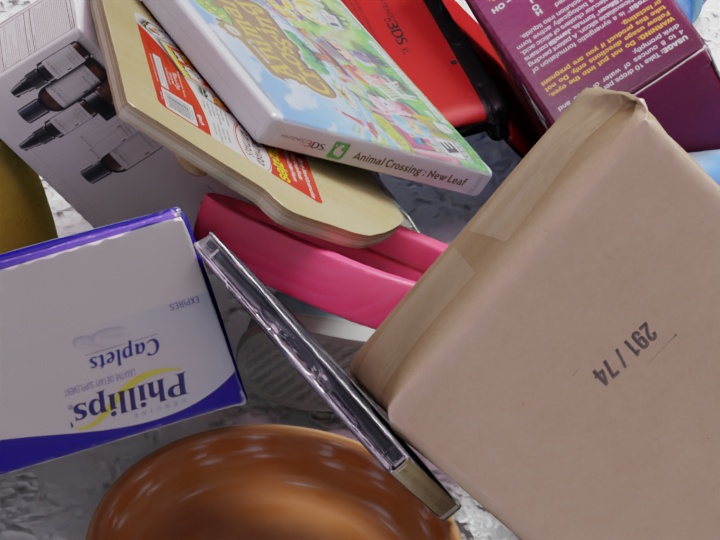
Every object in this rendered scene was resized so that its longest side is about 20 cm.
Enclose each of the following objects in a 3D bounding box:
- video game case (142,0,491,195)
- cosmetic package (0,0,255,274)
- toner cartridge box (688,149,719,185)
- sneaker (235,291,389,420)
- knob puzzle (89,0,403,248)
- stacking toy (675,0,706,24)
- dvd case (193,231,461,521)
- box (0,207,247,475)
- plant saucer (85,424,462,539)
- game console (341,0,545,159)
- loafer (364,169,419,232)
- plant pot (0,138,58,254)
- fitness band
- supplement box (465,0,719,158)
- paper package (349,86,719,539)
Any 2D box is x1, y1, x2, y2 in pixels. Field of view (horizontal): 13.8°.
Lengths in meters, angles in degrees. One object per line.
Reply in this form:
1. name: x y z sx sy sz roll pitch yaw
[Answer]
1. video game case: -0.039 -0.123 1.680 0.182 0.022 0.200 12 31 -46
2. cosmetic package: -0.136 -0.070 1.682 0.083 0.200 0.051 -29 43 17
3. toner cartridge box: 0.219 -0.024 1.744 0.200 0.095 0.043 -7 41 -28
4. sneaker: 0.034 0.043 1.677 0.200 0.074 0.082 14 36 1
5. knob puzzle: -0.062 -0.066 1.601 0.220 0.030 0.220 35 16 -12
6. stacking toy: 0.175 -0.152 1.932 0.085 0.085 0.200 15 48 10
7. dvd case: -0.014 0.057 1.494 0.016 0.200 0.149 -42 76 0
8. box: -0.162 0.040 1.525 0.184 0.105 0.200 -17 3 -4
9. plant saucer: -0.044 0.161 1.554 0.200 0.037 0.200 4 41 -4
10. game console: 0.030 -0.109 1.843 0.172 0.119 0.200 -16 43 -10
11. loafer: -0.024 -0.046 1.787 0.070 0.070 0.200 15 27 -41
12. plant pot: -0.267 -0.046 1.687 0.200 0.142 0.200 4 40 -3
13. fitness band: 0.000 0.000 1.614 0.200 0.037 0.144 22 12 37
14. supplement box: 0.142 -0.131 1.783 0.103 0.131 0.200 -32 49 2
15. paper package: 0.128 0.043 1.487 0.191 0.200 0.103 41 1 -16
